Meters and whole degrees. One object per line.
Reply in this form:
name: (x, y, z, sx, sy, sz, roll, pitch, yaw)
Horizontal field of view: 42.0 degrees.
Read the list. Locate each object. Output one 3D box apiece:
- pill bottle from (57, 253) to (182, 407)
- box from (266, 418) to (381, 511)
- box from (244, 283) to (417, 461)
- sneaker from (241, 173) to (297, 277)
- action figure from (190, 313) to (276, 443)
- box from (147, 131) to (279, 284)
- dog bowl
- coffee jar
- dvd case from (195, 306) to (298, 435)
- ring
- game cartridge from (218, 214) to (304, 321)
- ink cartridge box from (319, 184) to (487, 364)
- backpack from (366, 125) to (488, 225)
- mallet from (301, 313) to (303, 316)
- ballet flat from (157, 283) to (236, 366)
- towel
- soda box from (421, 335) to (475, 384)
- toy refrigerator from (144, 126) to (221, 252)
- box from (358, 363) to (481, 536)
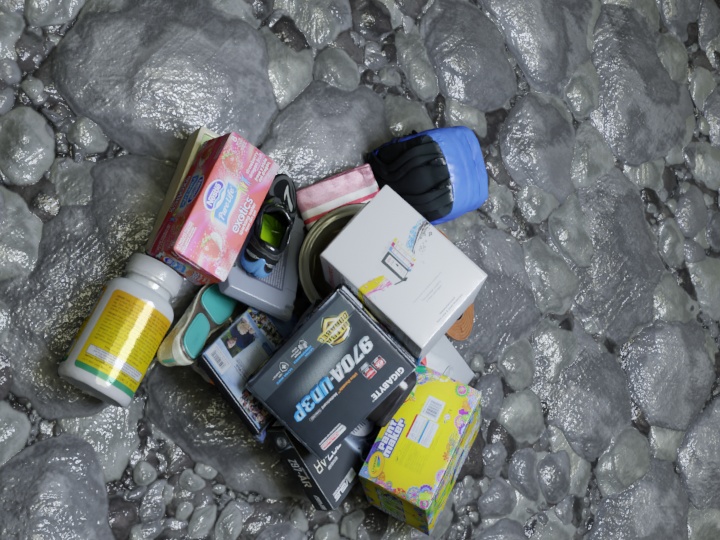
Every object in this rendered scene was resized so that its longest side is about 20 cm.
pill bottle: (-0.337, 0.082, 1.346, 0.112, 0.112, 0.203, 33, 69, -21)
box: (-0.041, 0.244, 1.462, 0.200, 0.043, 0.162, -47, 115, -42)
box: (-0.042, 0.145, 1.335, 0.200, 0.046, 0.159, -44, 95, 9)
sneaker: (-0.127, -0.077, 1.436, 0.070, 0.083, 0.202, 30, 42, -18)
action figure: (-0.161, 0.165, 1.462, 0.195, 0.103, 0.201, 58, 41, -19)
box: (-0.214, -0.090, 1.368, 0.095, 0.099, 0.203, 34, 68, -29)
dog bowl: (0.000, 0.000, 1.490, 0.196, 0.074, 0.204, 0, 76, 0)
coffee jar: (-0.016, 0.140, 1.400, 0.199, 0.085, 0.105, 35, 100, -4)
dvd case: (-0.145, 0.132, 1.408, 0.144, 0.017, 0.200, 55, 40, -10)
ring: (0.145, 0.024, 1.627, 0.200, 0.019, 0.204, 38, 43, -46)
game cartridge: (-0.156, -0.028, 1.462, 0.132, 0.041, 0.203, 29, 44, -26)
ink cartridge box: (0.059, 0.010, 1.374, 0.200, 0.147, 0.145, 42, 79, 10)
backpack: (0.126, -0.164, 1.584, 0.166, 0.199, 0.165, -22, 94, -33)
mallet: (-0.055, 0.168, 1.538, 0.065, 0.041, 0.204, -4, 82, -29)
ballet flat: (-0.248, 0.075, 1.408, 0.068, 0.061, 0.201, 63, 26, -18)
towel: (-0.011, -0.063, 1.558, 0.142, 0.023, 0.203, -23, 84, -12)
soda box: (0.102, 0.125, 1.572, 0.068, 0.063, 0.201, -44, 105, -25)
toy refrigerator: (-0.254, -0.111, 1.440, 0.075, 0.070, 0.203, 26, 73, -24)
box: (0.100, 0.289, 1.501, 0.120, 0.193, 0.202, 23, 67, 17)
